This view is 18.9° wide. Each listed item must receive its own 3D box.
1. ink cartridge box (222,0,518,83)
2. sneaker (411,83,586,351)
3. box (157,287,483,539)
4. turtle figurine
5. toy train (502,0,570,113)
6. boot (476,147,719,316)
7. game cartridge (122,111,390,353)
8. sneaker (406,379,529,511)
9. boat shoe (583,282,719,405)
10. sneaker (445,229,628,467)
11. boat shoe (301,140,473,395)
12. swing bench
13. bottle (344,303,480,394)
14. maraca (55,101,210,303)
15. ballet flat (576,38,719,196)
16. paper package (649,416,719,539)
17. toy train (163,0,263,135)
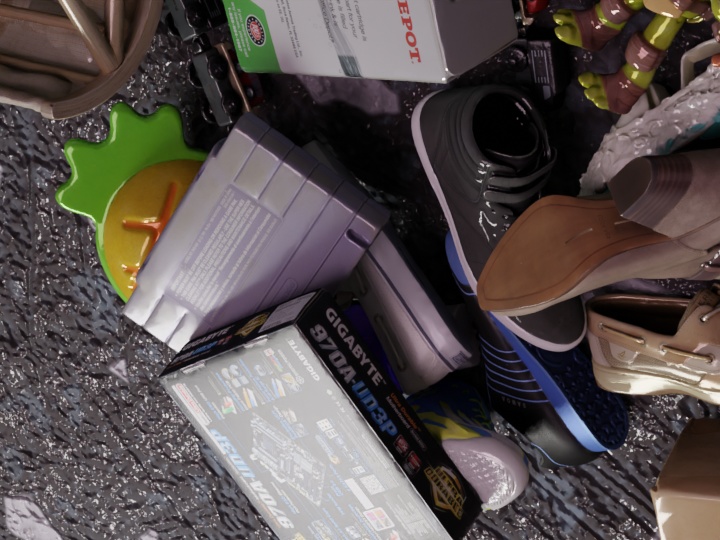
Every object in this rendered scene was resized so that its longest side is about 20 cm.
[{"bbox_3d":[-0.004,-0.208,1.440,0.199,0.083,0.148,10,122,43],"label":"ink cartridge box"},{"bbox_3d":[0.105,-0.037,1.460,0.201,0.070,0.099,62,161,-2],"label":"sneaker"},{"bbox_3d":[-0.029,0.121,1.527,0.158,0.046,0.201,-22,109,45],"label":"box"},{"bbox_3d":[0.192,-0.185,1.359,0.161,0.064,0.201,-43,70,40],"label":"turtle figurine"},{"bbox_3d":[0.110,-0.197,1.426,0.045,0.034,0.202,3,119,28],"label":"toy train"},{"bbox_3d":[0.190,-0.016,1.413,0.200,0.145,0.071,-35,56,43],"label":"boot"},{"bbox_3d":[-0.078,-0.007,1.535,0.129,0.038,0.200,38,127,3],"label":"game cartridge"},{"bbox_3d":[0.070,0.116,1.577,0.199,0.105,0.076,-1,126,53],"label":"sneaker"},{"bbox_3d":[0.237,0.046,1.459,0.199,0.071,0.065,-2,116,36],"label":"boat shoe"},{"bbox_3d":[0.109,0.056,1.552,0.078,0.070,0.201,-27,97,44],"label":"sneaker"},{"bbox_3d":[0.000,0.000,1.558,0.070,0.071,0.201,-37,76,9],"label":"boat shoe"},{"bbox_3d":[-0.252,-0.230,1.561,0.198,0.129,0.202,16,127,44],"label":"swing bench"},{"bbox_3d":[-0.004,0.065,1.626,0.198,0.066,0.084,-13,142,30],"label":"bottle"},{"bbox_3d":[-0.139,-0.035,1.628,0.137,0.107,0.200,-38,110,4],"label":"maraca"},{"bbox_3d":[0.214,-0.104,1.402,0.199,0.072,0.072,-33,96,39],"label":"ballet flat"},{"bbox_3d":[0.317,0.209,1.482,0.198,0.103,0.192,3,119,32],"label":"paper package"},{"bbox_3d":[-0.096,-0.133,1.580,0.034,0.046,0.202,-13,103,45],"label":"toy train"}]
